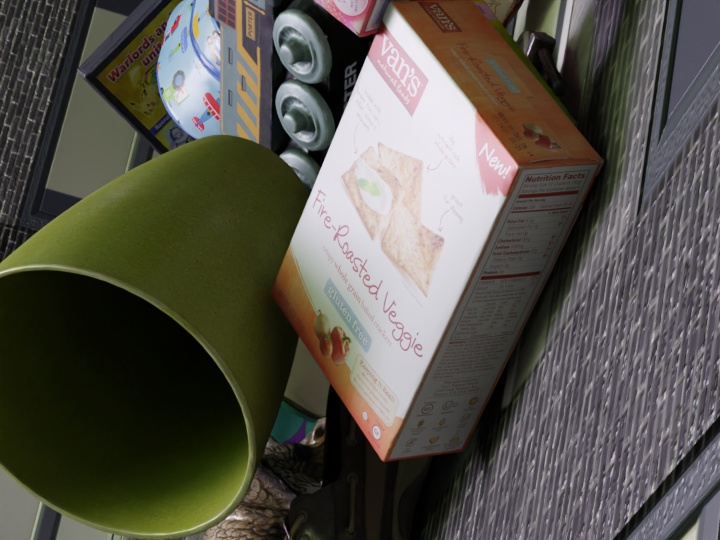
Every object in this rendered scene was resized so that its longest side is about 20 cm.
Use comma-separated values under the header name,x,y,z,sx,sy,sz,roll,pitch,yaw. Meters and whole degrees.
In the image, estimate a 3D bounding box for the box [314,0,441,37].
name,x,y,z,sx,sy,sz,roll,pitch,yaw
box,0.045,-0.208,1.429,0.200,0.095,0.103,-24,-34,-45

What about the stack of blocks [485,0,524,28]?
name,x,y,z,sx,sy,sz,roll,pitch,yaw
stack of blocks,0.018,-0.226,1.604,0.059,0.200,0.115,-55,-5,-39

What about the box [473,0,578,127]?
name,x,y,z,sx,sy,sz,roll,pitch,yaw
box,0.042,-0.033,1.480,0.122,0.048,0.200,58,137,42

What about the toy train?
name,x,y,z,sx,sy,sz,roll,pitch,yaw
toy train,-0.037,-0.120,1.631,0.085,0.114,0.200,-33,-38,-32

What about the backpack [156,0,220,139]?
name,x,y,z,sx,sy,sz,roll,pitch,yaw
backpack,-0.025,-0.145,1.773,0.183,0.199,0.135,-81,10,-46

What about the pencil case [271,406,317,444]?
name,x,y,z,sx,sy,sz,roll,pitch,yaw
pencil case,-0.044,0.076,1.849,0.085,0.092,0.201,-142,69,-70

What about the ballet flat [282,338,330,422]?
name,x,y,z,sx,sy,sz,roll,pitch,yaw
ballet flat,-0.055,0.028,1.731,0.200,0.069,0.070,45,121,59

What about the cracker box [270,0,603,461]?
name,x,y,z,sx,sy,sz,roll,pitch,yaw
cracker box,0.034,-0.020,1.395,0.134,0.058,0.200,54,134,37

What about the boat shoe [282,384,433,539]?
name,x,y,z,sx,sy,sz,roll,pitch,yaw
boat shoe,-0.009,0.148,1.533,0.075,0.073,0.201,121,163,-62

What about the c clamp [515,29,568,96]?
name,x,y,z,sx,sy,sz,roll,pitch,yaw
c clamp,0.071,-0.054,1.542,0.171,0.027,0.201,-87,14,-63

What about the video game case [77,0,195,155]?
name,x,y,z,sx,sy,sz,roll,pitch,yaw
video game case,-0.065,-0.148,1.884,0.200,0.181,0.025,-46,27,-2

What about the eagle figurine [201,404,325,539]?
name,x,y,z,sx,sy,sz,roll,pitch,yaw
eagle figurine,-0.062,0.148,1.661,0.151,0.152,0.200,-36,-1,24

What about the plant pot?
name,x,y,z,sx,sy,sz,roll,pitch,yaw
plant pot,-0.106,0.017,1.541,0.200,0.187,0.187,-58,-7,-47
